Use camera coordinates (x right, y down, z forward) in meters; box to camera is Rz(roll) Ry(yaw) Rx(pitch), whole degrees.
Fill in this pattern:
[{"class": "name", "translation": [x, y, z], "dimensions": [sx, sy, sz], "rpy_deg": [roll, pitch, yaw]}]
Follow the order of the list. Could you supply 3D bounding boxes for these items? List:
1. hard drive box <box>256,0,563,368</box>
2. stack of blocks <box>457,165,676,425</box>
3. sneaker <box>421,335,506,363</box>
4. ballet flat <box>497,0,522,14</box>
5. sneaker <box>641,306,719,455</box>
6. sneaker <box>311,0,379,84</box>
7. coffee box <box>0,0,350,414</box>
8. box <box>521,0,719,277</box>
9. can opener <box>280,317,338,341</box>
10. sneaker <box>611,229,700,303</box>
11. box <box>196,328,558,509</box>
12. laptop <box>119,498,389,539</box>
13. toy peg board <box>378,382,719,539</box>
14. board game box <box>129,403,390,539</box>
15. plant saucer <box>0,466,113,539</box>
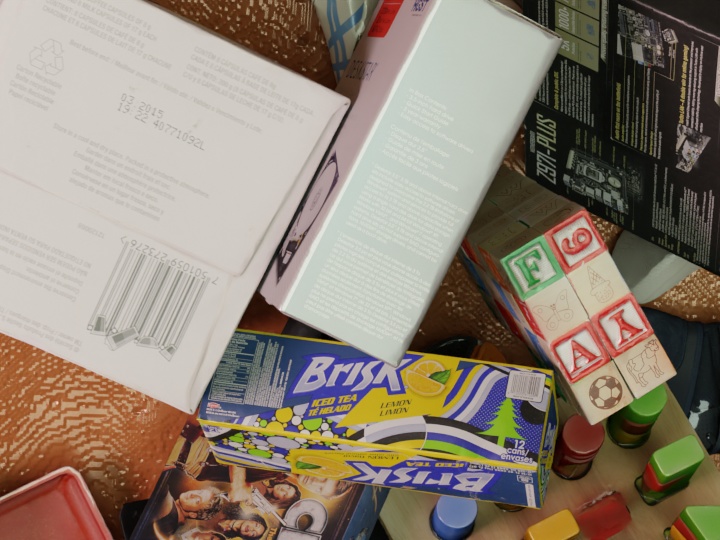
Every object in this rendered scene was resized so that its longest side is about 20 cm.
[{"class": "hard drive box", "translation": [0.019, -0.059, 1.269], "dimensions": [0.077, 0.156, 0.200], "rpy_deg": [27, 90, -12]}, {"class": "stack of blocks", "translation": [0.113, 0.010, 1.383], "dimensions": [0.059, 0.200, 0.115], "rpy_deg": [-31, 104, -3]}, {"class": "sneaker", "translation": [0.013, 0.127, 1.447], "dimensions": [0.200, 0.076, 0.092], "rpy_deg": [-26, 139, -7]}, {"class": "ballet flat", "translation": [0.057, -0.115, 1.386], "dimensions": [0.200, 0.064, 0.067], "rpy_deg": [-45, 106, -12]}, {"class": "sneaker", "translation": [0.218, 0.128, 1.473], "dimensions": [0.146, 0.077, 0.202], "rpy_deg": [9, 82, -13]}, {"class": "sneaker", "translation": [-0.008, -0.185, 1.401], "dimensions": [0.072, 0.072, 0.200], "rpy_deg": [-29, 120, -34]}, {"class": "coffee box", "translation": [-0.151, -0.060, 1.322], "dimensions": [0.200, 0.198, 0.200], "rpy_deg": [26, 94, -13]}, {"class": "box", "translation": [0.185, -0.111, 1.343], "dimensions": [0.086, 0.164, 0.200], "rpy_deg": [-47, 150, -29]}, {"class": "can opener", "translation": [0.000, 0.000, 1.435], "dimensions": [0.053, 0.066, 0.200], "rpy_deg": [27, 100, -15]}, {"class": "sneaker", "translation": [0.252, -0.039, 1.471], "dimensions": [0.200, 0.075, 0.088], "rpy_deg": [-45, 118, 0]}, {"class": "box", "translation": [0.012, 0.085, 1.322], "dimensions": [0.200, 0.070, 0.064], "rpy_deg": [8, 66, 11]}, {"class": "laptop", "translation": [-0.067, 0.243, 1.471], "dimensions": [0.177, 0.103, 0.200], "rpy_deg": [-9, 128, -24]}, {"class": "toy peg board", "translation": [0.141, 0.170, 1.356], "dimensions": [0.199, 0.098, 0.200], "rpy_deg": [-27, 75, -10]}, {"class": "board game box", "translation": [-0.066, 0.159, 1.367], "dimensions": [0.135, 0.035, 0.200], "rpy_deg": [11, 63, 26]}, {"class": "plant saucer", "translation": [-0.231, 0.247, 1.452], "dimensions": [0.200, 0.037, 0.200], "rpy_deg": [-26, 105, -5]}]
